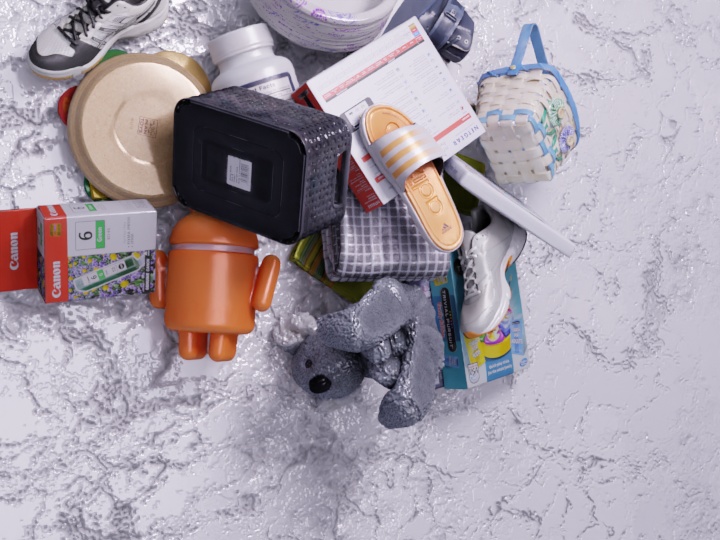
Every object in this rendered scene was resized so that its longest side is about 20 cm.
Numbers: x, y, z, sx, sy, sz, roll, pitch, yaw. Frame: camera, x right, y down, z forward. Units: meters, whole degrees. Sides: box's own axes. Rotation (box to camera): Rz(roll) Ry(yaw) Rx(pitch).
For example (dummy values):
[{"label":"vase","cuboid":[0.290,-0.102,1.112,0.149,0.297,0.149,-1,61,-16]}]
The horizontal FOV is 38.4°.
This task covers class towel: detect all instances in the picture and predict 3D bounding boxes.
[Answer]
[{"label":"towel","cuboid":[0.032,-0.087,1.374,0.164,0.086,0.202,-1,81,-17]},{"label":"towel","cuboid":[0.094,-0.146,1.493,0.199,0.018,0.087,17,81,-26]},{"label":"towel","cuboid":[0.000,0.000,1.431,0.200,0.018,0.086,34,74,-22]}]

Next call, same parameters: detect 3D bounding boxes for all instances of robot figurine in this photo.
[{"label":"robot figurine","cuboid":[-0.183,0.012,1.289,0.116,0.143,0.202,6,85,-43]}]

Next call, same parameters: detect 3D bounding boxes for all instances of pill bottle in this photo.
[{"label":"pill bottle","cuboid":[-0.126,-0.207,1.329,0.110,0.111,0.201,-22,98,-26]}]

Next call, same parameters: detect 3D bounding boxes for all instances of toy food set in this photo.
[{"label":"toy food set","cuboid":[-0.272,-0.177,1.288,0.197,0.049,0.202,-8,92,-27]}]

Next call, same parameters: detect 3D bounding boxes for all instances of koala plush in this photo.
[{"label":"koala plush","cuboid":[-0.010,0.110,1.344,0.178,0.199,0.184,54,36,-15]}]

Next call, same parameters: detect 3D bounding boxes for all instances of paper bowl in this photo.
[{"label":"paper bowl","cuboid":[-0.055,-0.371,1.353,0.199,0.104,0.202,11,57,-18]}]

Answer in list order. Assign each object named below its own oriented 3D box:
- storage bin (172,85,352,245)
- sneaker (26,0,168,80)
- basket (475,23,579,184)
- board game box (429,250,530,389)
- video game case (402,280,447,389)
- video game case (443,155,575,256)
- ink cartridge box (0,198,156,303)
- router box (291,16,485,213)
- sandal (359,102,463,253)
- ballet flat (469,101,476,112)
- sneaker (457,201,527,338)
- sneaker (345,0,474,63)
[{"label":"storage bin","cuboid":[-0.120,-0.128,1.223,0.094,0.199,0.136,-27,131,-50]},{"label":"sneaker","cuboid":[-0.318,-0.307,1.238,0.076,0.088,0.200,43,63,11]},{"label":"basket","cuboid":[0.248,-0.233,1.502,0.177,0.138,0.201,58,39,-42]},{"label":"board game box","cuboid":[0.171,0.056,1.484,0.150,0.047,0.201,-12,95,-45]},{"label":"video game case","cuboid":[0.115,0.063,1.474,0.142,0.019,0.202,-8,91,-45]},{"label":"video game case","cuboid":[0.190,-0.105,1.440,0.199,0.182,0.024,31,102,-23]},{"label":"ink cartridge box","cuboid":[-0.344,-0.021,1.224,0.199,0.050,0.110,-6,115,-27]},{"label":"router box","cuboid":[0.039,-0.202,1.326,0.200,0.049,0.180,-36,97,-29]},{"label":"sandal","cuboid":[0.079,-0.121,1.268,0.079,0.059,0.207,-35,97,-29]},{"label":"ballet flat","cuboid":[0.080,-0.233,1.461,0.199,0.068,0.068,-13,69,-36]},{"label":"sneaker","cuboid":[0.158,-0.003,1.403,0.092,0.075,0.201,38,53,-27]},{"label":"sneaker","cuboid":[0.076,-0.321,1.457,0.146,0.077,0.203,39,71,-18]}]
